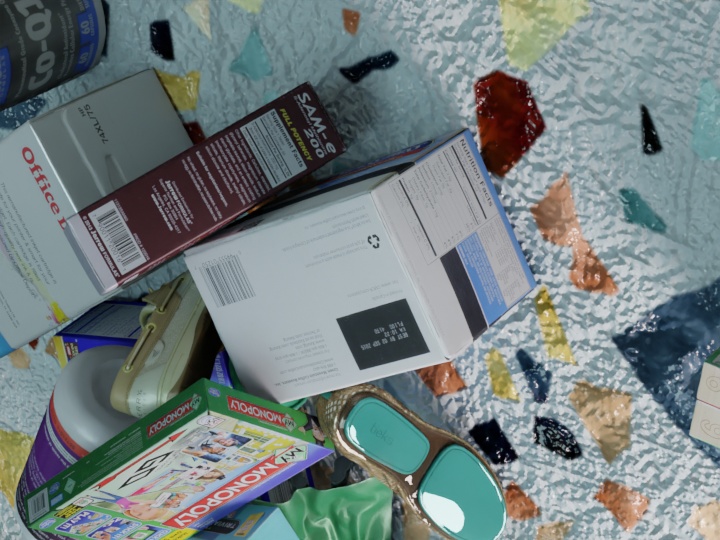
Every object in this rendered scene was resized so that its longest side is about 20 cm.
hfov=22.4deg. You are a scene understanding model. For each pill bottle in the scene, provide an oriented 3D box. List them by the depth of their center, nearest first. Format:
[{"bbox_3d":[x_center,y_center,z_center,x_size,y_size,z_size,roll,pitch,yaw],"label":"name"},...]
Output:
[{"bbox_3d":[-0.303,-0.176,1.416,0.113,0.200,0.115,17,122,30],"label":"pill bottle"},{"bbox_3d":[-0.214,0.162,1.473,0.112,0.112,0.201,40,131,15],"label":"pill bottle"}]

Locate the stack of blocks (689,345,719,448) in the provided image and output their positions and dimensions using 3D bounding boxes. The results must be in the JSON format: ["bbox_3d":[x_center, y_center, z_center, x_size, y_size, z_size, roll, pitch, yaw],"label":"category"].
[{"bbox_3d":[0.310,0.106,1.137,0.199,0.115,0.059,24,125,27],"label":"stack of blocks"}]

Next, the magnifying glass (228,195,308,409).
[{"bbox_3d":[-0.071,0.014,1.426,0.022,0.079,0.202,8,106,53],"label":"magnifying glass"}]

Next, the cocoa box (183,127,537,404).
[{"bbox_3d":[0.000,0.000,1.314,0.199,0.131,0.134,-17,102,42],"label":"cocoa box"}]

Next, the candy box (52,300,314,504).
[{"bbox_3d":[-0.150,0.120,1.530,0.199,0.077,0.171,3,115,38],"label":"candy box"}]

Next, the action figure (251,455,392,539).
[{"bbox_3d":[-0.019,0.240,1.489,0.117,0.055,0.201,-6,127,4],"label":"action figure"}]

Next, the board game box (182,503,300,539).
[{"bbox_3d":[-0.070,0.276,1.468,0.150,0.047,0.201,-4,124,54],"label":"board game box"}]

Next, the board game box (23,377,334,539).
[{"bbox_3d":[-0.135,0.151,1.354,0.199,0.134,0.029,-34,53,30],"label":"board game box"}]

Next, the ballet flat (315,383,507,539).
[{"bbox_3d":[0.038,0.139,1.372,0.200,0.071,0.065,45,171,-35],"label":"ballet flat"}]

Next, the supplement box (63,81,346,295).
[{"bbox_3d":[-0.115,-0.058,1.315,0.061,0.199,0.109,60,169,-3],"label":"supplement box"}]

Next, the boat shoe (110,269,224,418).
[{"bbox_3d":[-0.138,0.039,1.396,0.066,0.201,0.075,6,126,11],"label":"boat shoe"}]

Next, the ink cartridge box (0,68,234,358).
[{"bbox_3d":[-0.236,-0.043,1.468,0.199,0.146,0.148,-25,95,43],"label":"ink cartridge box"}]
